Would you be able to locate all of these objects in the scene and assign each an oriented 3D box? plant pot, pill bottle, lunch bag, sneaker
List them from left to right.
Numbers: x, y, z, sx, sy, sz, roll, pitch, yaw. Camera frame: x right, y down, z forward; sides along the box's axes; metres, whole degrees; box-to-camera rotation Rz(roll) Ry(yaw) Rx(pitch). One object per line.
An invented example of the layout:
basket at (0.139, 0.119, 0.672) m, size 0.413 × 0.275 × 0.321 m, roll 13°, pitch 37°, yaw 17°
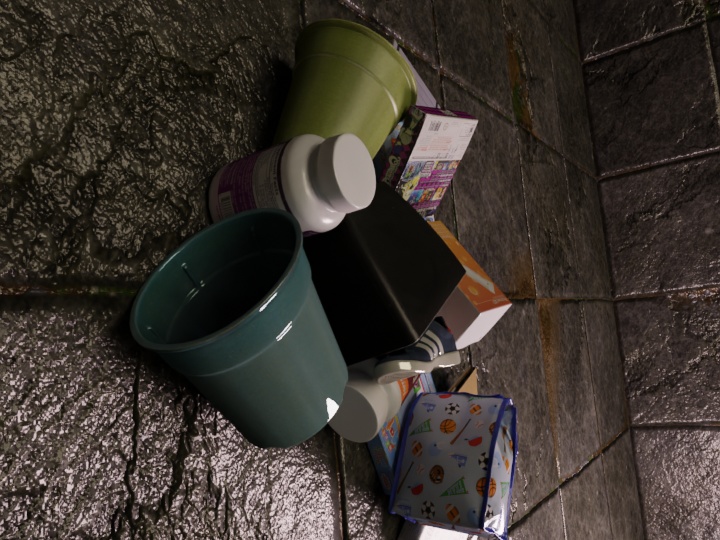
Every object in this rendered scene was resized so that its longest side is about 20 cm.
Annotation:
plant pot at (-0.113, 0.075, 0.661) m, size 0.200 × 0.194 × 0.203 m, roll 64°, pitch 37°, yaw -34°
pill bottle at (-0.081, -0.096, 0.724) m, size 0.111 × 0.195 × 0.117 m, roll 18°, pitch 67°, yaw -51°
plant pot at (-0.042, -0.201, 0.847) m, size 0.200 × 0.196 × 0.194 m, roll 44°, pitch 61°, yaw -40°
plant pot at (0.000, 0.000, 0.846) m, size 0.181 × 0.196 × 0.200 m, roll 58°, pitch 39°, yaw -10°
pill bottle at (0.027, 0.150, 0.900) m, size 0.200 × 0.111 × 0.117 m, roll -45°, pitch 118°, yaw -51°
sneaker at (0.071, 0.101, 0.831) m, size 0.198 × 0.073 × 0.087 m, roll 3°, pitch 70°, yaw -60°
lunch bag at (0.152, 0.292, 0.938) m, size 0.124 × 0.165 × 0.206 m, roll 43°, pitch 51°, yaw -47°

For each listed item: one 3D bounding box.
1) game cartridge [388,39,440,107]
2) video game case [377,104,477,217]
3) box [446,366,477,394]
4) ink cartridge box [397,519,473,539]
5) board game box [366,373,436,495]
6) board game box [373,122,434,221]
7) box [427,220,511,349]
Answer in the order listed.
game cartridge at (0.096, -0.334, 1.192) m, size 0.199 × 0.037 × 0.133 m, roll 41°, pitch 54°, yaw -44°
video game case at (0.100, -0.166, 0.962) m, size 0.198 × 0.035 × 0.185 m, roll -18°, pitch 137°, yaw -56°
box at (0.189, 0.310, 1.144) m, size 0.162 × 0.021 × 0.207 m, roll -31°, pitch 120°, yaw -55°
ink cartridge box at (0.157, 0.415, 1.049) m, size 0.174 × 0.043 × 0.204 m, roll 50°, pitch 59°, yaw -38°
board game box at (0.074, 0.244, 1.014) m, size 0.200 × 0.036 × 0.156 m, roll -41°, pitch 117°, yaw -53°
board game box at (0.055, -0.160, 1.068) m, size 0.197 × 0.054 × 0.204 m, roll 0°, pitch 82°, yaw -56°
box at (0.138, 0.022, 1.019) m, size 0.123 × 0.098 × 0.202 m, roll -7°, pitch 52°, yaw -52°
